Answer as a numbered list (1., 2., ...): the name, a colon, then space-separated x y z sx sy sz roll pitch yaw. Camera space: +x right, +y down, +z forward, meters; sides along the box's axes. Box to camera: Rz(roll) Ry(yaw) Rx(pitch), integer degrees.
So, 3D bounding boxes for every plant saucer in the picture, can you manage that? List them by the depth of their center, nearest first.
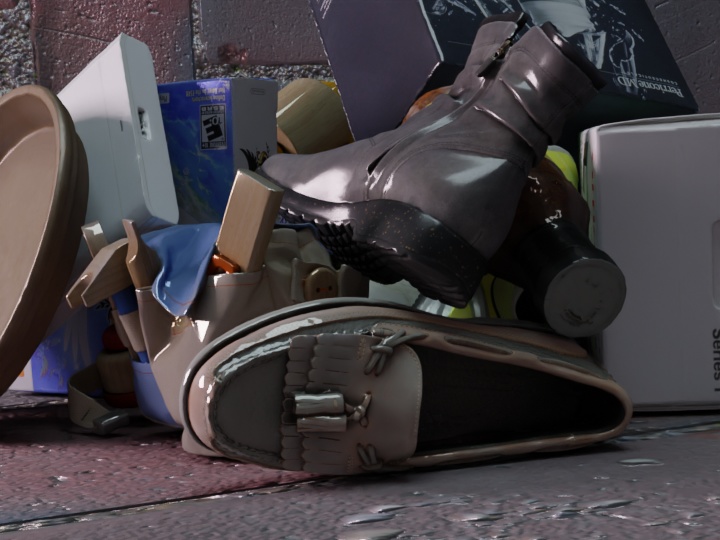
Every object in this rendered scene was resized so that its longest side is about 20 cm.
1. plant saucer: -0.203 -0.004 0.855 0.029 0.201 0.200 24 -13 -33

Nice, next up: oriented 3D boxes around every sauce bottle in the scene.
1. sauce bottle: 0.073 -0.030 0.779 0.066 0.066 0.200 -4 29 -13

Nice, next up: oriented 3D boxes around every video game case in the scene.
1. video game case: -0.136 -0.016 0.938 0.199 0.182 0.045 -1 3 36

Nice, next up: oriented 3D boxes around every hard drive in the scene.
1. hard drive: -0.183 -0.026 0.904 0.200 0.132 0.026 -37 -40 30

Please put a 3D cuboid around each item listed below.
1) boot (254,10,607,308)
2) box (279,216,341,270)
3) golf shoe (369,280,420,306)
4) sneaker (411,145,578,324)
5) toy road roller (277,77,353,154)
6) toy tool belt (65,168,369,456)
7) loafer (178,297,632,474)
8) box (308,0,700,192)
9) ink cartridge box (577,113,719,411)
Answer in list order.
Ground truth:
1. boot: 0.032 -0.061 0.755 0.070 0.132 0.200 38 -8 -33
2. box: 0.000 0.000 1.022 0.136 0.039 0.200 -2 -25 19
3. golf shoe: 0.034 0.034 0.888 0.091 0.076 0.200 2 6 19
4. sneaker: 0.091 0.003 0.849 0.076 0.076 0.200 -5 38 31
5. toy road roller: -0.009 -0.051 1.294 0.145 0.201 0.123 5 33 35
6. toy tool belt: -0.082 0.011 0.777 0.125 0.123 0.200 -22 14 -34
7. loafer: 0.025 0.051 0.666 0.199 0.072 0.063 -1 12 -29
8. box: 0.085 -0.148 1.008 0.199 0.183 0.104 5 -39 -31
9. ink cartridge box: 0.166 -0.009 0.860 0.084 0.146 0.200 -3 4 6
